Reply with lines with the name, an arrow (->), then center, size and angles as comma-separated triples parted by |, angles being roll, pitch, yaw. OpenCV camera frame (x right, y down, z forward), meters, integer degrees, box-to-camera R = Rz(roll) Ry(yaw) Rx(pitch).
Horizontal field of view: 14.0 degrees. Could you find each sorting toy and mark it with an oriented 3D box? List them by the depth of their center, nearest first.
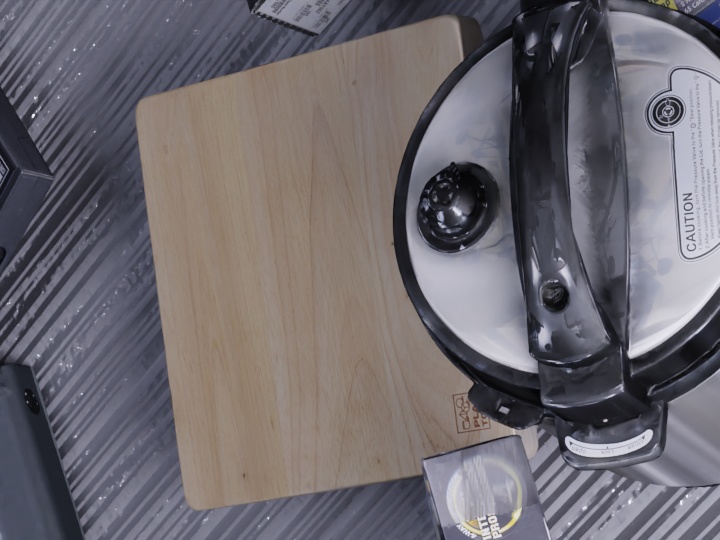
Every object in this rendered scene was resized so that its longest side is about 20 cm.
sorting toy -> 0.000, 0.000, 1.371 | 0.198, 0.069, 0.201 | -12, 83, 38

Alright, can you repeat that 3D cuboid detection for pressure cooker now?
pressure cooker -> 0.109, -0.011, 1.180 | 0.179, 0.200, 0.176 | -50, 57, 4

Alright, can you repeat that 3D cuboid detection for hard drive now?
hard drive -> -0.207, 0.168, 1.537 | 0.139, 0.033, 0.201 | -24, 75, 20

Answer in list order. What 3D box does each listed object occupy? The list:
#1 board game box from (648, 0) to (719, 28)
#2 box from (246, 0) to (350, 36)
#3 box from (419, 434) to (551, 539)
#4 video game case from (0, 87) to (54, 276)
board game box -> 0.147, -0.211, 1.259 | 0.200, 0.062, 0.201 | -35, 67, 35
box -> -0.001, -0.243, 1.345 | 0.200, 0.047, 0.194 | -46, 42, 32
box -> 0.069, 0.162, 1.247 | 0.049, 0.200, 0.162 | -14, 80, 0
video game case -> -0.244, -0.035, 1.556 | 0.181, 0.025, 0.200 | -58, 42, 22
